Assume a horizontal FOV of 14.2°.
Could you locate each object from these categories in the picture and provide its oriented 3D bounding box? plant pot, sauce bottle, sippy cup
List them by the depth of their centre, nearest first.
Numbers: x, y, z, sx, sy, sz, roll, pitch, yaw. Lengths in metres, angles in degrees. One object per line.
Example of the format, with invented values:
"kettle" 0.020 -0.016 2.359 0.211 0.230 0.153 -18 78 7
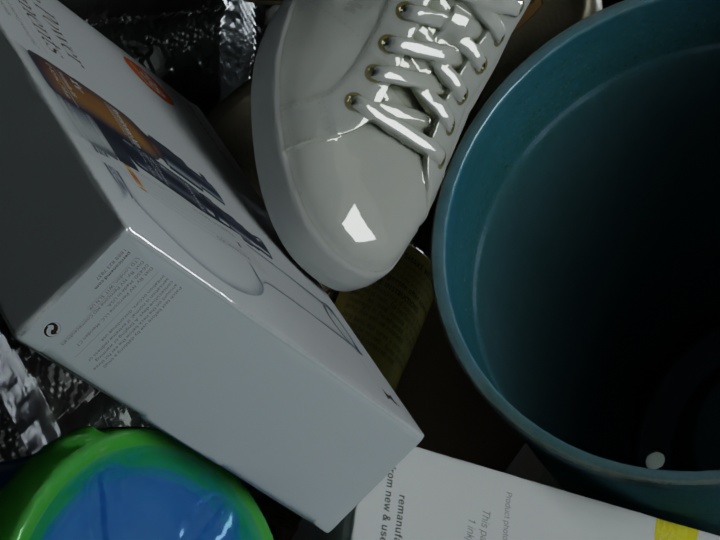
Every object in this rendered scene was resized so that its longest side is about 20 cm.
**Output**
"sippy cup" -0.112 0.118 0.904 0.178 0.130 0.140 59 46 -29
"plant pot" 0.144 0.026 1.070 0.188 0.199 0.201 60 40 -57
"sauce bottle" 0.000 0.000 1.093 0.065 0.065 0.201 42 64 -40

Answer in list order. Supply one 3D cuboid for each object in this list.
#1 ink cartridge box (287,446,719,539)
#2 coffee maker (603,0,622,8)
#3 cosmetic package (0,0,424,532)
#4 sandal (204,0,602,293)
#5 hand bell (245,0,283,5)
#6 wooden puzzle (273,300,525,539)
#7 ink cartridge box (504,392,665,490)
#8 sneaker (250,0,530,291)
"ink cartridge box" 0.065 0.149 1.010 0.199 0.145 0.084 17 52 -12
"coffee maker" 0.115 -0.139 1.227 0.200 0.134 0.193 54 49 -34
"cosmetic package" -0.078 -0.020 0.931 0.052 0.200 0.151 -43 135 8
"sandal" 0.009 -0.063 1.051 0.200 0.054 0.080 -38 81 -14
"hand bell" 0.021 -0.122 1.156 0.200 0.104 0.105 31 61 -58
"wooden puzzle" 0.042 0.070 1.187 0.200 0.037 0.186 22 69 -43
"ink cartridge box" 0.147 0.093 1.237 0.200 0.050 0.161 -50 121 -36
"sneaker" 0.021 -0.091 0.974 0.073 0.085 0.201 29 60 -30
